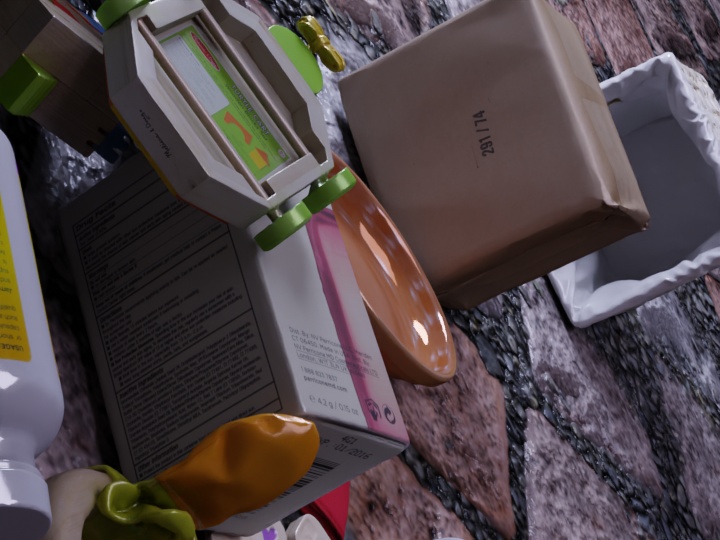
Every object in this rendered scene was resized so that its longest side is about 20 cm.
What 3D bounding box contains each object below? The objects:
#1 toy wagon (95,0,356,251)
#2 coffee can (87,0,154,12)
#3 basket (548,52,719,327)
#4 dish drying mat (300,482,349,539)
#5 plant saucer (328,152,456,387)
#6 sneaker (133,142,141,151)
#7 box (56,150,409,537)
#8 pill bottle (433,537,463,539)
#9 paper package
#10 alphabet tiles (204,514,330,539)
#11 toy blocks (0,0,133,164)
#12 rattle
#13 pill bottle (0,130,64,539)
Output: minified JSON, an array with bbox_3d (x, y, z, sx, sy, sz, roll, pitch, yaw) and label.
[{"bbox_3d":[-0.065,-0.097,1.082,0.155,0.040,0.200,55,27,-3],"label":"toy wagon"},{"bbox_3d":[-0.148,-0.274,1.212,0.200,0.146,0.146,58,21,21],"label":"coffee can"},{"bbox_3d":[0.267,-0.071,1.854,0.161,0.198,0.201,0,65,-66],"label":"basket"},{"bbox_3d":[-0.028,0.085,1.308,0.077,0.018,0.200,49,27,-31],"label":"dish drying mat"},{"bbox_3d":[0.000,0.000,1.398,0.200,0.037,0.200,53,16,-21],"label":"plant saucer"},{"bbox_3d":[-0.108,-0.096,1.224,0.200,0.078,0.080,113,-8,-77],"label":"sneaker"},{"bbox_3d":[-0.075,0.032,1.114,0.109,0.128,0.201,22,43,-52],"label":"box"},{"bbox_3d":[0.072,0.269,1.168,0.200,0.111,0.111,57,24,-15],"label":"pill bottle"},{"bbox_3d":[0.103,-0.092,1.545,0.103,0.190,0.201,20,48,-60],"label":"paper package"},{"bbox_3d":[-0.037,0.228,1.145,0.196,0.015,0.200,57,24,-11],"label":"alphabet tiles"},{"bbox_3d":[-0.170,-0.119,1.107,0.137,0.100,0.200,38,5,-43],"label":"toy blocks"},{"bbox_3d":[-0.096,0.165,0.944,0.200,0.142,0.131,-70,153,-70],"label":"rattle"},{"bbox_3d":[-0.197,0.031,0.911,0.104,0.104,0.201,25,43,-54],"label":"pill bottle"}]
